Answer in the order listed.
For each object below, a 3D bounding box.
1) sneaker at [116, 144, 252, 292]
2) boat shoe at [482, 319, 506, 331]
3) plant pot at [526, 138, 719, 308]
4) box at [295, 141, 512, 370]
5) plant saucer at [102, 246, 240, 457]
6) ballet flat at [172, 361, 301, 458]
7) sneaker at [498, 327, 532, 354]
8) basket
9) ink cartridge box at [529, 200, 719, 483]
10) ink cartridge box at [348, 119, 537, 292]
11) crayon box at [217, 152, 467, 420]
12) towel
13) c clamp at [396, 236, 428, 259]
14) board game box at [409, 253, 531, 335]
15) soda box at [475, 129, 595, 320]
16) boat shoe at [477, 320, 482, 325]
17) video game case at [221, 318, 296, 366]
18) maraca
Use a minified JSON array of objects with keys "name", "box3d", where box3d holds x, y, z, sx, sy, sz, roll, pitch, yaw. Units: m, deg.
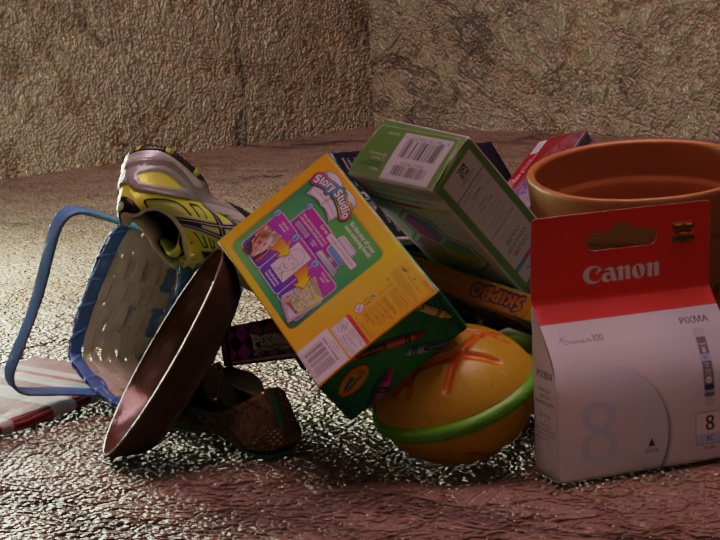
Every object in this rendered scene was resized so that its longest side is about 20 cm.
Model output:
[{"name":"sneaker","box3d":[-0.140,-0.024,1.737,0.200,0.076,0.075,37,-38,-23]},{"name":"boat shoe","box3d":[0.217,0.050,1.972,0.200,0.073,0.065,-1,-2,-7]},{"name":"plant pot","box3d":[0.251,-0.026,1.749,0.200,0.140,0.200,-4,19,1]},{"name":"box","box3d":[0.036,-0.015,1.920,0.200,0.197,0.117,-7,54,-34]},{"name":"plant saucer","box3d":[-0.152,0.074,1.640,0.034,0.200,0.200,30,5,-10]},{"name":"ballet flat","box3d":[-0.116,0.110,1.678,0.071,0.065,0.200,-17,14,-35]},{"name":"sneaker","box3d":[0.082,0.097,1.693,0.200,0.078,0.090,-10,2,45]},{"name":"basket","box3d":[-0.216,0.035,1.788,0.200,0.176,0.139,10,16,-38]},{"name":"ink cartridge box","box3d":[0.212,0.054,1.506,0.160,0.200,0.047,-6,12,-21]},{"name":"ink cartridge box","box3d":[0.091,-0.037,1.621,0.104,0.059,0.200,16,-22,48]},{"name":"crayon box","box3d":[-0.017,0.009,1.560,0.119,0.058,0.200,-39,47,2]},{"name":"towel","box3d":[-0.318,0.119,1.833,0.144,0.023,0.200,6,14,34]},{"name":"c clamp","box3d":[0.000,0.000,1.746,0.171,0.027,0.200,-8,-20,-1]},{"name":"board game box","box3d":[0.104,0.024,1.631,0.200,0.030,0.096,16,-8,32]},{"name":"soda box","box3d":[0.161,-0.043,1.826,0.063,0.070,0.200,-10,31,45]},{"name":"boat shoe","box3d":[0.117,0.043,2.079,0.200,0.063,0.073,-5,35,5]},{"name":"video game case","box3d":[-0.030,0.054,1.710,0.181,0.036,0.200,-8,-3,-7]},{"name":"maraca","box3d":[0.068,0.095,1.579,0.137,0.107,0.200,-24,16,-17]}]
